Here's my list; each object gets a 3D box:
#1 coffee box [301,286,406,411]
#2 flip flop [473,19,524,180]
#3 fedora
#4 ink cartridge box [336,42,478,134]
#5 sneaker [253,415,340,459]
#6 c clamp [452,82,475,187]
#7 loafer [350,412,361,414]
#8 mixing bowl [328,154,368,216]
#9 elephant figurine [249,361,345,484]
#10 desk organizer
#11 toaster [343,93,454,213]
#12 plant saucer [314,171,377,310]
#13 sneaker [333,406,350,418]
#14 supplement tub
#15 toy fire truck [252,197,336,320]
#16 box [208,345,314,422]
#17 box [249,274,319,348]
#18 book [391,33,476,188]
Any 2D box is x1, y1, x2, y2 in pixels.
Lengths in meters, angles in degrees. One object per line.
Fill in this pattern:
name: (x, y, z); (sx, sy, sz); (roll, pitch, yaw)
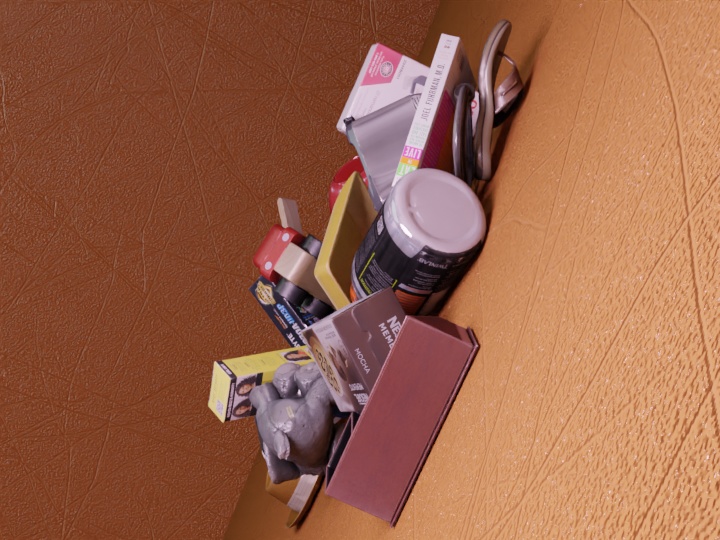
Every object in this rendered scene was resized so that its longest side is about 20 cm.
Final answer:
coffee box: (0.004, 0.095, 1.134); (0.079, 0.114, 0.200); (-28, 0, -15)
flip flop: (0.176, -0.212, 1.239); (0.081, 0.056, 0.204); (45, -129, -75)
fedora: (-0.105, 0.318, 1.623); (0.201, 0.081, 0.203); (-155, 89, -84)
ink cartridge box: (0.082, -0.244, 1.533); (0.085, 0.197, 0.148); (-126, 60, -78)
sneaker: (-0.088, 0.209, 1.568); (0.199, 0.070, 0.100); (-39, -47, -23)
c clamp: (0.132, -0.161, 1.259); (0.201, 0.027, 0.174); (73, -155, -61)
loafer: (0.000, 0.166, 1.323); (0.200, 0.062, 0.073); (-159, 92, -85)
mixing bowl: (0.018, -0.134, 1.687); (0.198, 0.109, 0.201); (-29, 23, 14)
elephant figurine: (-0.063, 0.235, 1.336); (0.154, 0.141, 0.202); (-36, -50, -24)
desk organizer: (0.038, 0.140, 0.978); (0.072, 0.076, 0.203); (-94, 28, -79)
toaster: (0.064, -0.164, 1.423); (0.114, 0.128, 0.203); (47, -161, -60)
plant saucer: (0.000, 0.000, 1.386); (0.048, 0.201, 0.202); (-13, 39, 26)
sneaker: (-0.010, 0.144, 1.500); (0.201, 0.069, 0.079); (119, 168, -49)
supplement tub: (0.061, -0.018, 1.182); (0.201, 0.121, 0.124); (122, 171, -53)
toy fire truck: (-0.095, -0.029, 1.478); (0.130, 0.199, 0.176); (-57, -36, 0)
box: (-0.114, 0.154, 1.383); (0.050, 0.197, 0.077); (36, 122, 44)
box: (-0.067, 0.062, 1.567); (0.046, 0.160, 0.199); (-43, -11, 26)
book: (0.097, -0.177, 1.252); (0.134, 0.047, 0.203); (45, -118, -69)
